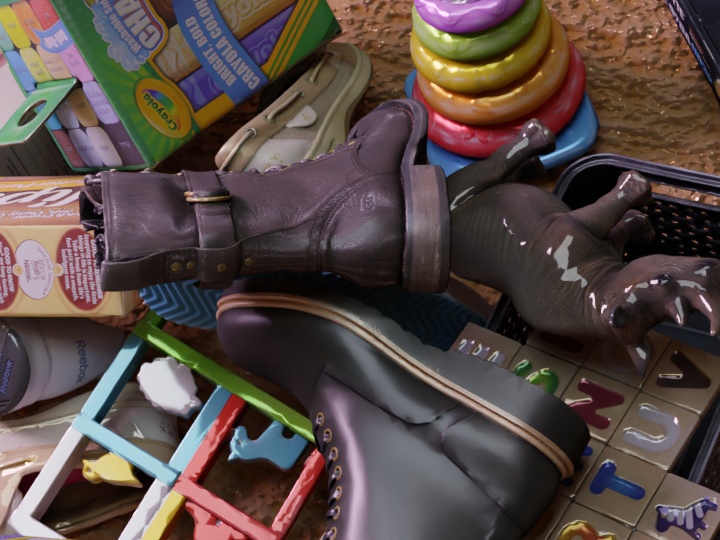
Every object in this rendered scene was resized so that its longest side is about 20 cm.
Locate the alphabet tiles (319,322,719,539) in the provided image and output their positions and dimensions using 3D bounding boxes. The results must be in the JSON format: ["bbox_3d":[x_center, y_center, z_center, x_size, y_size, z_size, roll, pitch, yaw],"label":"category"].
[{"bbox_3d":[0.086,0.103,0.829,0.167,0.008,0.200,22,64,31],"label":"alphabet tiles"}]

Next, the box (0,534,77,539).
[{"bbox_3d":[-0.129,0.155,0.823,0.199,0.117,0.049,1,87,32],"label":"box"}]

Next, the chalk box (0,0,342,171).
[{"bbox_3d":[-0.138,-0.139,1.042,0.200,0.124,0.125,-38,20,-26],"label":"chalk box"}]

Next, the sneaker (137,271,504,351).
[{"bbox_3d":[-0.016,0.002,0.937,0.199,0.077,0.081,19,37,-9],"label":"sneaker"}]

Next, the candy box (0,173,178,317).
[{"bbox_3d":[-0.206,-0.015,0.985,0.199,0.056,0.115,1,17,15],"label":"candy box"}]

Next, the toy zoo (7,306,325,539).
[{"bbox_3d":[-0.097,0.112,0.941,0.131,0.020,0.200,30,77,8],"label":"toy zoo"}]

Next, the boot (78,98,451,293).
[{"bbox_3d":[-0.050,-0.039,0.861,0.173,0.070,0.200,-1,20,-6],"label":"boot"}]

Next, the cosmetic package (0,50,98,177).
[{"bbox_3d":[-0.208,-0.104,1.143,0.087,0.104,0.200,27,64,34],"label":"cosmetic package"}]

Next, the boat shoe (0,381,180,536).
[{"bbox_3d":[-0.194,0.126,0.980,0.199,0.074,0.069,-22,44,0],"label":"boat shoe"}]

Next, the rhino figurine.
[{"bbox_3d":[0.106,-0.007,0.861,0.087,0.060,0.200,-40,41,-14],"label":"rhino figurine"}]

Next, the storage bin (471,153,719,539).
[{"bbox_3d":[0.143,0.051,0.915,0.135,0.094,0.200,14,59,27],"label":"storage bin"}]

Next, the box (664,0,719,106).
[{"bbox_3d":[0.296,-0.169,1.061,0.199,0.046,0.159,-19,50,3],"label":"box"}]

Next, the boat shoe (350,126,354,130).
[{"bbox_3d":[0.000,0.000,1.014,0.071,0.070,0.201,-3,53,16],"label":"boat shoe"}]

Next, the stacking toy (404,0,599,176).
[{"bbox_3d":[0.067,-0.151,1.023,0.109,0.200,0.116,-19,49,3],"label":"stacking toy"}]

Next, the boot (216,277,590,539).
[{"bbox_3d":[-0.012,0.092,0.823,0.199,0.078,0.139,20,67,31],"label":"boot"}]

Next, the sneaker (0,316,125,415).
[{"bbox_3d":[-0.208,0.041,1.043,0.087,0.075,0.200,-4,15,-32],"label":"sneaker"}]

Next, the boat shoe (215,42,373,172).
[{"bbox_3d":[-0.041,-0.097,1.062,0.073,0.063,0.201,-49,14,31],"label":"boat shoe"}]
